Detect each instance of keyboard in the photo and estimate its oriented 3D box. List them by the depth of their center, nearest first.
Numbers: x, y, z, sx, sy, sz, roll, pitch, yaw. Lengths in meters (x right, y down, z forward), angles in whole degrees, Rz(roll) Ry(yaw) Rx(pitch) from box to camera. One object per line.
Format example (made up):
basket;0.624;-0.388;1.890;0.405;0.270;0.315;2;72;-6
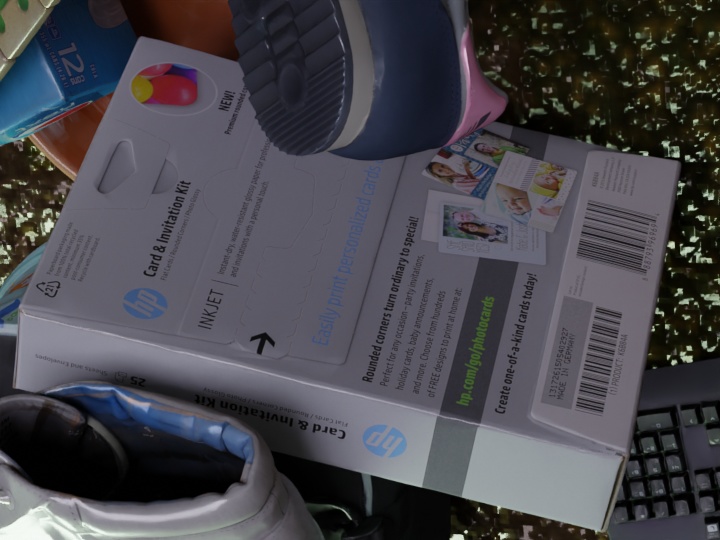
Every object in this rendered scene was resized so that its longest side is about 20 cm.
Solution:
keyboard;0.181;0.086;0.973;0.199;0.021;0.127;-10;101;29

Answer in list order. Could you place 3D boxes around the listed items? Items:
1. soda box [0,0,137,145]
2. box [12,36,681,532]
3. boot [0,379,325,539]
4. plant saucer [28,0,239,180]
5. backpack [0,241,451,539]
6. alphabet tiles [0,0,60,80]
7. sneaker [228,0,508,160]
soda box;-0.157;-0.145;1.000;0.068;0.064;0.200;-24;93;30
box;0.000;0.000;0.925;0.199;0.156;0.041;14;131;2
boot;-0.110;0.067;0.881;0.199;0.074;0.096;4;145;17
plant saucer;-0.058;-0.114;1.018;0.200;0.032;0.201;8;109;23
backpack;-0.064;0.075;1.005;0.199;0.151;0.178;9;123;17
alphabet tiles;-0.165;-0.161;0.932;0.200;0.008;0.167;56;140;9
sneaker;0.000;-0.132;0.877;0.070;0.082;0.201;-16;76;53
